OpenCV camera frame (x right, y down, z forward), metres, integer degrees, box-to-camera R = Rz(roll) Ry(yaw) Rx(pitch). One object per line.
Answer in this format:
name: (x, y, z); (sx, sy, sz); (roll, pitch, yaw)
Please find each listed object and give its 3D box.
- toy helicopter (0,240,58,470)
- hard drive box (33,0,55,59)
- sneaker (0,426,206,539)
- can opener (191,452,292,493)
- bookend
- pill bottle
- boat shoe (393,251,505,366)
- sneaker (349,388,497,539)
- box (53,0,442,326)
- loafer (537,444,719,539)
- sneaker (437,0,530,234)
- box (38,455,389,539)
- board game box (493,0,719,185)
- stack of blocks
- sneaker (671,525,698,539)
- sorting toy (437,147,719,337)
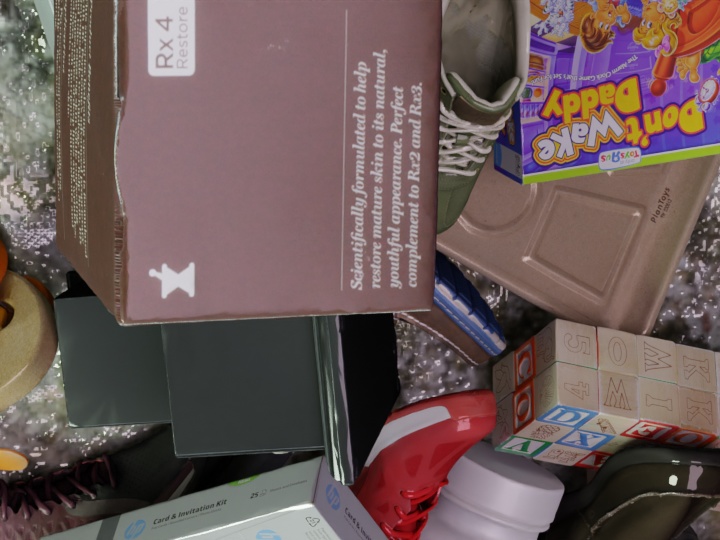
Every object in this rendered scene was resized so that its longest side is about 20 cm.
toy helicopter: (-0.263, 0.072, 1.214); (0.198, 0.133, 0.079); (-23, 145, 9)
hard drive box: (-0.109, -0.168, 1.212); (0.155, 0.077, 0.202); (-21, 109, -11)
sneaker: (-0.195, 0.137, 1.272); (0.200, 0.076, 0.116); (-41, 109, -2)
can opener: (-0.108, 0.175, 1.329); (0.201, 0.053, 0.067); (-52, 144, 1)
bookend: (-0.088, 0.054, 1.176); (0.197, 0.200, 0.093); (-4, 99, 8)
pill bottle: (0.057, 0.214, 1.347); (0.110, 0.111, 0.202); (18, 99, -20)
boat shoe: (0.000, 0.000, 1.297); (0.200, 0.072, 0.072); (39, 102, -9)
sneaker: (0.028, 0.157, 1.272); (0.078, 0.200, 0.116); (-6, 66, -41)
box: (-0.065, -0.074, 1.097); (0.163, 0.200, 0.168); (-2, 102, -17)
loafer: (0.174, 0.162, 1.325); (0.072, 0.200, 0.072); (5, 66, -21)
sneaker: (0.052, -0.099, 1.181); (0.066, 0.090, 0.202); (-1, 117, -19)
box: (-0.070, 0.193, 1.217); (0.199, 0.041, 0.156); (-18, 126, 27)
board game box: (0.174, -0.134, 1.245); (0.198, 0.045, 0.136); (-10, 109, -18)
stack of blocks: (0.184, 0.095, 1.343); (0.198, 0.115, 0.059); (12, 62, -21)
sneaker: (0.178, 0.249, 1.405); (0.075, 0.091, 0.202); (5, 105, -20)
sorting toy: (0.122, -0.074, 1.314); (0.199, 0.036, 0.187); (27, 80, -17)
